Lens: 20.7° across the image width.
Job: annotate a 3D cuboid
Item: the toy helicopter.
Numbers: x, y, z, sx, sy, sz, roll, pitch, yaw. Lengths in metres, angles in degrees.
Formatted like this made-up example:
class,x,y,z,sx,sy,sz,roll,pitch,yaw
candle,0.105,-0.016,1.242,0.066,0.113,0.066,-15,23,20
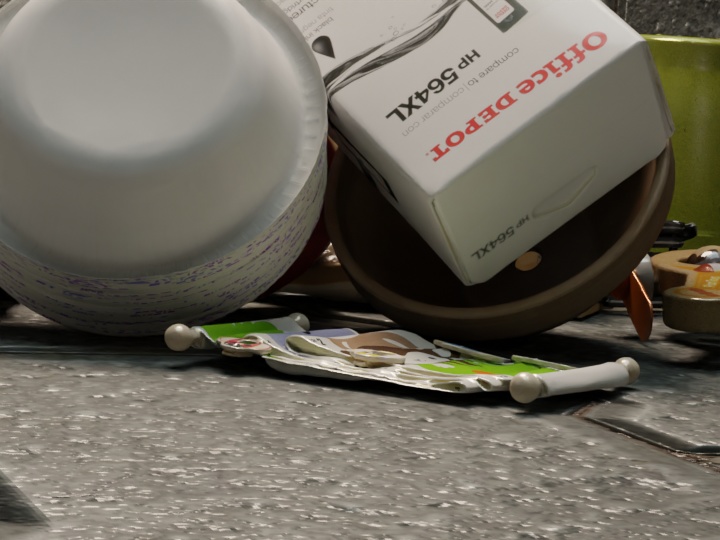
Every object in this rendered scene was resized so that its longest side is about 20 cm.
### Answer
class,x,y,z,sx,sy,sz,roll,pitch,yaw
toy helicopter,0.196,0.007,1.140,0.131,0.080,0.200,5,9,15

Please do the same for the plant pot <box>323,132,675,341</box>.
class,x,y,z,sx,sy,sz,roll,pitch,yaw
plant pot,0.086,-0.030,1.125,0.199,0.202,0.093,7,-34,26

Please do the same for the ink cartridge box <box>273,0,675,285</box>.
class,x,y,z,sx,sy,sz,roll,pitch,yaw
ink cartridge box,0.053,-0.111,1.084,0.200,0.146,0.085,48,-9,40

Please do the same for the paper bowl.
class,x,y,z,sx,sy,sz,roll,pitch,yaw
paper bowl,-0.115,-0.076,1.013,0.198,0.202,0.105,4,-30,1

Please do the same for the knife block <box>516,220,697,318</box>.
class,x,y,z,sx,sy,sz,roll,pitch,yaw
knife block,0.122,-0.011,1.328,0.198,0.065,0.175,5,5,17

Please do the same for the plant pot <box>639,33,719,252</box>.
class,x,y,z,sx,sy,sz,roll,pitch,yaw
plant pot,0.262,-0.095,1.632,0.198,0.195,0.200,4,5,0

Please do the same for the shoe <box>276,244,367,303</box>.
class,x,y,z,sx,sy,sz,roll,pitch,yaw
shoe,0.000,0.000,1.235,0.198,0.054,0.070,1,37,15

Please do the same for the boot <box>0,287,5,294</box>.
class,x,y,z,sx,sy,sz,roll,pitch,yaw
boot,-0.172,-0.025,1.160,0.156,0.080,0.211,3,5,-15

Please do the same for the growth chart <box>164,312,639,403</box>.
class,x,y,z,sx,sy,sz,roll,pitch,yaw
growth chart,0.024,0.042,0.947,0.198,0.018,0.144,7,5,22

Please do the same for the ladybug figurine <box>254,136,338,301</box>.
class,x,y,z,sx,sy,sz,roll,pitch,yaw
ladybug figurine,-0.076,-0.046,1.133,0.071,0.137,0.199,-5,3,42
